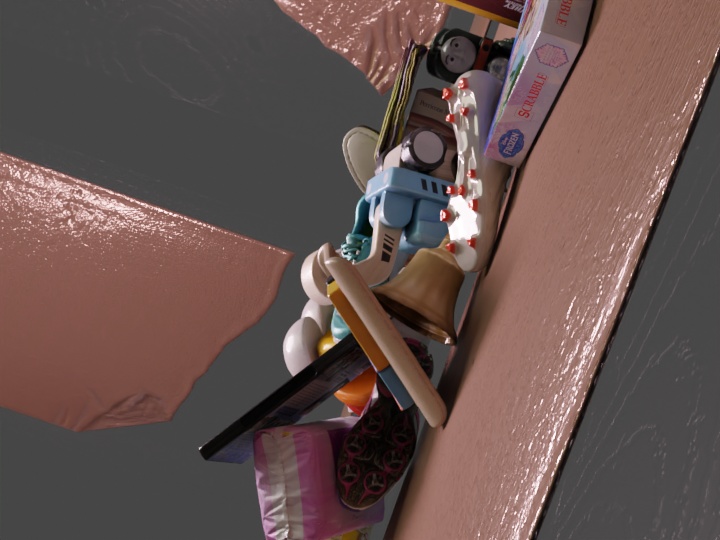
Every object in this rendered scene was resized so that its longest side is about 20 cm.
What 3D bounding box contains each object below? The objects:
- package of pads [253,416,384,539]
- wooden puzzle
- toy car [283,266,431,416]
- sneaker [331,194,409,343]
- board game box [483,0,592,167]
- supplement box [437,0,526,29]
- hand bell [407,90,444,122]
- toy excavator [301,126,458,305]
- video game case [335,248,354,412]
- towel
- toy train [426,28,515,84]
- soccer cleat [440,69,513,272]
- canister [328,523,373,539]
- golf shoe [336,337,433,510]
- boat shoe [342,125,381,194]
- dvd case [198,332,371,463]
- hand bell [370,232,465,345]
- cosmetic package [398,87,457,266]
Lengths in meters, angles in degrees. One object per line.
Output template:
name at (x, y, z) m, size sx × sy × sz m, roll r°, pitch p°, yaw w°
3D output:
package of pads at (-0.042, 0.222, 1.544) m, size 0.200 × 0.075 × 0.122 m, roll 6°, pitch -102°, yaw -68°
wooden puzzle at (0.012, 0.062, 1.407) m, size 0.037 × 0.186 × 0.200 m, roll -33°, pitch 6°, yaw -3°
toy car at (0.016, 0.095, 1.711) m, size 0.200 × 0.173 × 0.152 m, roll -59°, pitch -50°, yaw -68°
sneaker at (0.000, 0.000, 1.614) m, size 0.080 × 0.077 × 0.202 m, roll 56°, pitch -145°, yaw -38°
board game box at (0.177, -0.232, 1.340) m, size 0.200 × 0.041 × 0.202 m, roll 111°, pitch 177°, yaw -60°
supplement box at (0.140, -0.383, 1.576) m, size 0.200 × 0.195 × 0.134 m, roll 111°, pitch 178°, yaw -76°
hand bell at (0.120, -0.150, 1.957) m, size 0.200 × 0.103 × 0.105 m, roll 77°, pitch -151°, yaw -68°
toy excavator at (0.042, -0.048, 1.561) m, size 0.100 × 0.192 × 0.203 m, roll 154°, pitch 127°, yaw -64°
video game case at (0.007, 0.066, 1.868) m, size 0.143 × 0.018 × 0.203 m, roll -23°, pitch -74°, yaw -60°
towel at (0.050, -0.201, 1.714) m, size 0.200 × 0.022 × 0.145 m, roll -58°, pitch -17°, yaw -81°
toy train at (0.135, -0.244, 1.712) m, size 0.200 × 0.113 × 0.086 m, roll -79°, pitch 7°, yaw -82°
soccer cleat at (0.124, -0.098, 1.418) m, size 0.069 × 0.077 × 0.203 m, roll -15°, pitch 73°, yaw 57°
canister at (-0.032, 0.316, 1.707) m, size 0.149 × 0.086 × 0.202 m, roll 110°, pitch 179°, yaw -55°
golf shoe at (0.028, 0.175, 1.539) m, size 0.093 × 0.072 × 0.201 m, roll 97°, pitch -165°, yaw -55°
boat shoe at (0.053, -0.113, 1.872) m, size 0.071 × 0.202 × 0.061 m, roll -33°, pitch 18°, yaw 27°
dvd case at (-0.070, 0.136, 1.514) m, size 0.199 × 0.018 × 0.143 m, roll -37°, pitch -14°, yaw 3°
hand bell at (0.099, -0.037, 1.465) m, size 0.201 × 0.103 × 0.104 m, roll -60°, pitch -1°, yaw -9°
cosmetic package at (0.089, -0.105, 1.716) m, size 0.087 × 0.102 × 0.202 m, roll -25°, pitch -46°, yaw -72°
